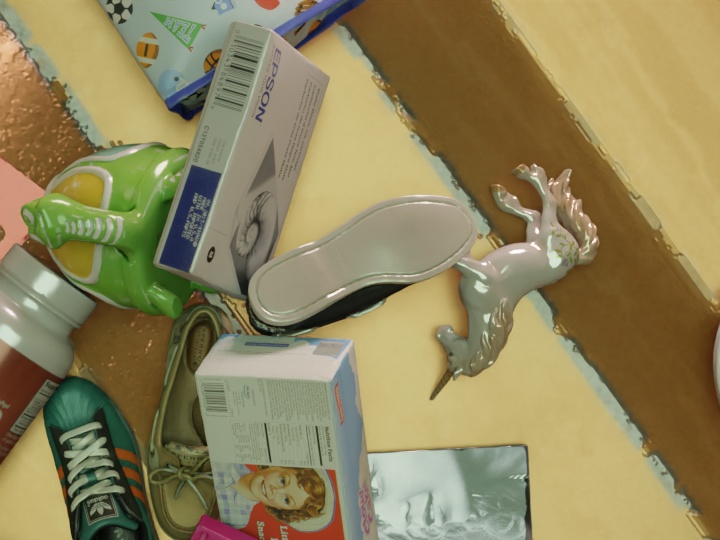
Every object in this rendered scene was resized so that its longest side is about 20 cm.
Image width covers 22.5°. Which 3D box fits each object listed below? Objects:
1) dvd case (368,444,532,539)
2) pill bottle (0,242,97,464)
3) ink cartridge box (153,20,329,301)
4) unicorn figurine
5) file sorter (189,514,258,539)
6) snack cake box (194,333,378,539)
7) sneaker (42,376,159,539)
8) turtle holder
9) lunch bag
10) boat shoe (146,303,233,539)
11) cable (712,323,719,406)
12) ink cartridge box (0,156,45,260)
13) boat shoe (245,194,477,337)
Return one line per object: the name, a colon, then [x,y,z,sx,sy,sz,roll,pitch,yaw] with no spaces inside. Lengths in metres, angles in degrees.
dvd case: [0.047,0.227,1.530,0.199,0.016,0.150,-3,88,-3]
pill bottle: [-0.306,0.082,1.466,0.112,0.112,0.200,36,86,-1]
ink cartridge box: [-0.082,-0.077,1.442,0.040,0.200,0.200,17,87,18]
unicorn figurine: [0.115,0.001,1.514,0.199,0.074,0.138,-28,85,-2]
file sorter: [-0.075,0.319,1.434,0.199,0.139,0.126,26,43,-3]
snack cake box: [-0.055,0.154,1.442,0.114,0.067,0.201,2,118,17]
sneaker: [-0.210,0.182,1.483,0.071,0.080,0.201,-21,89,-3]
turtle holder: [-0.191,-0.029,1.449,0.131,0.186,0.142,12,124,19]
lunch bag: [-0.111,-0.247,1.488,0.200,0.124,0.170,-34,89,3]
boat shoe: [-0.141,0.127,1.499,0.073,0.063,0.201,1,88,-4]
cable: [0.394,0.079,1.532,0.199,0.069,0.201,-16,90,-3]
ink cartridge box: [-0.381,-0.059,1.500,0.200,0.050,0.161,37,86,1]
boat shoe: [0.000,0.000,1.454,0.199,0.060,0.074,-26,76,-17]
